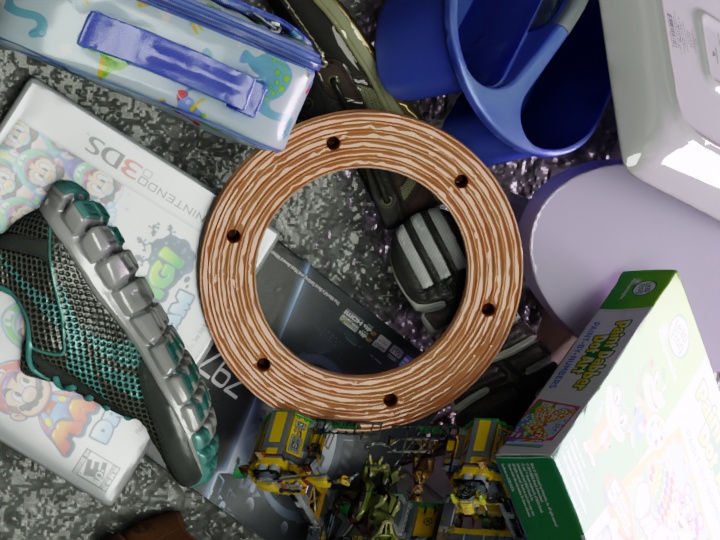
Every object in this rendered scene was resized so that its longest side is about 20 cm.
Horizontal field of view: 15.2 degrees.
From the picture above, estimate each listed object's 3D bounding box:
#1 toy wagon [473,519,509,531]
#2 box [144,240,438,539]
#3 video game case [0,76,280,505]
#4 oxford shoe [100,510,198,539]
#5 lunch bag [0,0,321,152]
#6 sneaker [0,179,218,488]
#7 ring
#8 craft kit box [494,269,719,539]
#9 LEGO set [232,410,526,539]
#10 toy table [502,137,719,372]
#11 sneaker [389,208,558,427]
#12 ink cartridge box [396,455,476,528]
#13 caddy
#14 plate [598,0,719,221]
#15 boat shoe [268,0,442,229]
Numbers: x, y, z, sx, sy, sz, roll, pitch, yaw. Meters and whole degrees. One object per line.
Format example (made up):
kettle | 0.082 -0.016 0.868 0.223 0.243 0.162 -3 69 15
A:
toy wagon | 0.152 0.215 1.760 0.155 0.040 0.200 -36 112 -11
box | -0.060 0.076 1.735 0.200 0.044 0.160 39 86 -24
video game case | -0.177 0.013 1.656 0.182 0.024 0.200 32 88 -7
oxford shoe | -0.085 0.220 1.683 0.071 0.200 0.071 -30 145 -18
lunch bag | -0.130 -0.140 1.594 0.200 0.161 0.082 21 95 -24
sneaker | -0.157 0.049 1.620 0.091 0.078 0.200 -30 89 7
ring | 0.000 0.000 1.656 0.200 0.019 0.201 -2 103 -7
craft kit box | 0.170 0.135 1.660 0.198 0.048 0.200 -54 130 -46
LEGO set | 0.019 0.169 1.643 0.154 0.200 0.116 76 24 -53
toy table | 0.172 -0.013 1.768 0.200 0.117 0.184 33 88 -25
sneaker | 0.086 0.054 1.737 0.076 0.116 0.200 -22 87 6
ink cartridge box | 0.137 0.186 1.816 0.200 0.084 0.146 -14 107 -19
caddy | 0.100 -0.156 1.676 0.141 0.105 0.200 46 51 -26
plate | 0.217 -0.129 1.704 0.200 0.032 0.200 22 55 -48
boat shoe | -0.013 -0.111 1.695 0.066 0.072 0.201 -38 108 -2
